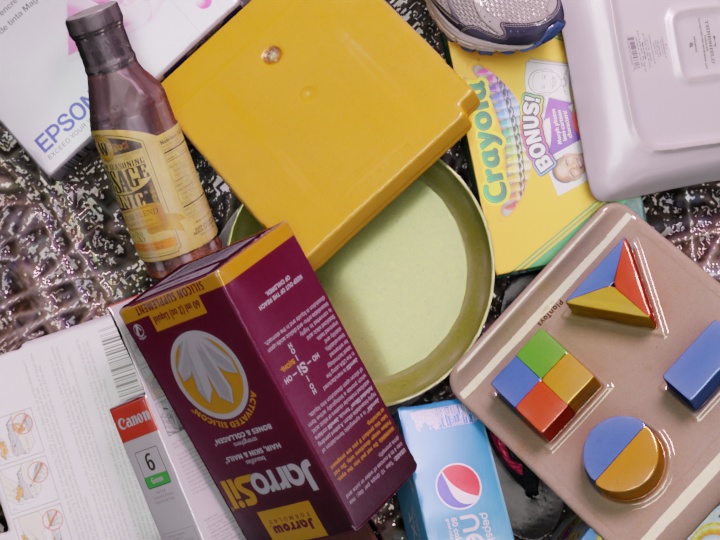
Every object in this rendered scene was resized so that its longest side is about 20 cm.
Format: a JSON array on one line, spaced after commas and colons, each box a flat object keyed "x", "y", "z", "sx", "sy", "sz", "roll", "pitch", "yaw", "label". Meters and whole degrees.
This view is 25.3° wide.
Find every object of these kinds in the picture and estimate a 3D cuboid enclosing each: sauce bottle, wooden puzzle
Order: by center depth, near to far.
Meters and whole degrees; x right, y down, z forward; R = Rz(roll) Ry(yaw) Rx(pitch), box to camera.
[{"x": 0.185, "y": 0.074, "z": 1.106, "sx": 0.185, "sy": 0.046, "sz": 0.200, "roll": -47, "pitch": 67, "yaw": -1, "label": "wooden puzzle"}, {"x": -0.161, "y": -0.094, "z": 1.168, "sx": 0.065, "sy": 0.066, "sz": 0.202, "roll": -20, "pitch": 106, "yaw": 1, "label": "sauce bottle"}]

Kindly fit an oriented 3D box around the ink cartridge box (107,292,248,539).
[{"x": -0.119, "y": 0.110, "z": 1.171, "sx": 0.050, "sy": 0.109, "sz": 0.202, "roll": -24, "pitch": 89, "yaw": 45, "label": "ink cartridge box"}]

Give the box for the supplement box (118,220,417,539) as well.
[{"x": -0.063, "y": 0.083, "z": 1.112, "sx": 0.110, "sy": 0.086, "sz": 0.201, "roll": -20, "pitch": 102, "yaw": 42, "label": "supplement box"}]

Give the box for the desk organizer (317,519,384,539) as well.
[{"x": 0.013, "y": 0.268, "z": 1.123, "sx": 0.077, "sy": 0.072, "sz": 0.201, "roll": -30, "pitch": 58, "yaw": 0, "label": "desk organizer"}]

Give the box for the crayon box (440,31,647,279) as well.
[{"x": 0.134, "y": -0.104, "z": 1.191, "sx": 0.118, "sy": 0.058, "sz": 0.202, "roll": -12, "pitch": 90, "yaw": 1, "label": "crayon box"}]

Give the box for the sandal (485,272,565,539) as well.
[{"x": 0.123, "y": 0.102, "z": 1.197, "sx": 0.074, "sy": 0.045, "sz": 0.202, "roll": 4, "pitch": 90, "yaw": 1, "label": "sandal"}]

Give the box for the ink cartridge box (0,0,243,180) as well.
[{"x": -0.224, "y": -0.207, "z": 1.208, "sx": 0.196, "sy": 0.043, "sz": 0.200, "roll": -43, "pitch": 90, "yaw": 1, "label": "ink cartridge box"}]

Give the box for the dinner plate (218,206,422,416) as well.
[{"x": -0.020, "y": 0.021, "z": 1.212, "sx": 0.198, "sy": 0.024, "sz": 0.202, "roll": 0, "pitch": 89, "yaw": 1, "label": "dinner plate"}]

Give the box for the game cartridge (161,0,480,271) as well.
[{"x": -0.033, "y": -0.121, "z": 1.165, "sx": 0.176, "sy": 0.032, "sz": 0.200, "roll": -41, "pitch": 62, "yaw": 1, "label": "game cartridge"}]

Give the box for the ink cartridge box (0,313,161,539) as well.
[{"x": -0.218, "y": 0.149, "z": 1.205, "sx": 0.172, "sy": 0.044, "sz": 0.202, "roll": -18, "pitch": 90, "yaw": 2, "label": "ink cartridge box"}]

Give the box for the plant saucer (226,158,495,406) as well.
[{"x": 0.000, "y": 0.000, "z": 1.178, "sx": 0.198, "sy": 0.031, "sz": 0.202, "roll": 0, "pitch": 89, "yaw": 6, "label": "plant saucer"}]

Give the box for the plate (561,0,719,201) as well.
[{"x": 0.242, "y": -0.163, "z": 1.168, "sx": 0.198, "sy": 0.032, "sz": 0.202, "roll": -10, "pitch": 90, "yaw": -21, "label": "plate"}]

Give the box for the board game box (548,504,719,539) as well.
[{"x": 0.219, "y": 0.184, "z": 1.165, "sx": 0.103, "sy": 0.105, "sz": 0.201, "roll": 38, "pitch": 91, "yaw": 1, "label": "board game box"}]

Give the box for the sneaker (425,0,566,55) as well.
[{"x": 0.065, "y": -0.228, "z": 1.137, "sx": 0.077, "sy": 0.085, "sz": 0.200, "roll": -39, "pitch": 60, "yaw": -17, "label": "sneaker"}]

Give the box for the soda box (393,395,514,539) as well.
[{"x": 0.072, "y": 0.197, "z": 1.150, "sx": 0.064, "sy": 0.068, "sz": 0.202, "roll": -8, "pitch": 68, "yaw": -12, "label": "soda box"}]
